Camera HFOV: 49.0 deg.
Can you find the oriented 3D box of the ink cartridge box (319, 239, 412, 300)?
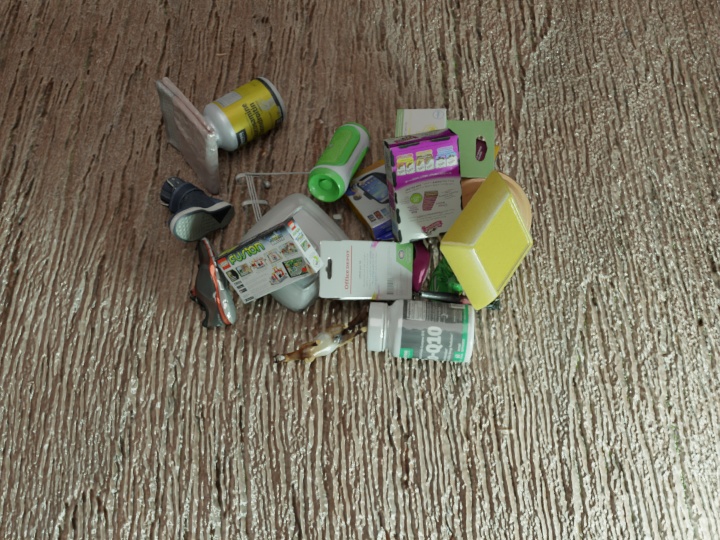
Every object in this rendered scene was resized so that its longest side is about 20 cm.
[{"bbox_3d":[0.000,0.000,1.548,0.200,0.067,0.117,2,88,-26],"label":"ink cartridge box"}]

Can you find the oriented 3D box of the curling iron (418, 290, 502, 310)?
[{"bbox_3d":[0.198,0.054,1.549,0.200,0.050,0.026,10,77,-28],"label":"curling iron"}]

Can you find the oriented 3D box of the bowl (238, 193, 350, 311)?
[{"bbox_3d":[-0.123,-0.040,1.582,0.200,0.075,0.200,46,76,-6],"label":"bowl"}]

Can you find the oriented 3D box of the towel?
[{"bbox_3d":[-0.360,-0.281,1.662,0.032,0.200,0.191,-34,69,-22],"label":"towel"}]

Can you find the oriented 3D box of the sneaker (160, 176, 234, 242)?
[{"bbox_3d":[-0.370,-0.128,1.616,0.146,0.202,0.077,29,109,13],"label":"sneaker"}]

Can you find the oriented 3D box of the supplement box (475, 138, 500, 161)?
[{"bbox_3d":[0.184,-0.234,1.686,0.200,0.110,0.086,20,67,9],"label":"supplement box"}]

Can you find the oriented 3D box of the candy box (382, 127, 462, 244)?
[{"bbox_3d":[0.123,-0.163,1.526,0.136,0.200,0.061,-11,27,-9],"label":"candy box"}]

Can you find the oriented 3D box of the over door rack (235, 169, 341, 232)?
[{"bbox_3d":[-0.154,-0.143,1.678,0.200,0.067,0.148,-9,67,-17],"label":"over door rack"}]

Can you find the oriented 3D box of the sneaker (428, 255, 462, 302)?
[{"bbox_3d":[0.182,-0.009,1.556,0.074,0.200,0.084,37,30,19],"label":"sneaker"}]

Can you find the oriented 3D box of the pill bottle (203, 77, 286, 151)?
[{"bbox_3d":[-0.271,-0.331,1.724,0.200,0.112,0.112,-35,70,-19],"label":"pill bottle"}]

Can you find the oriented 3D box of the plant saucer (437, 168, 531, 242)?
[{"bbox_3d":[0.247,-0.107,1.611,0.200,0.032,0.201,2,102,10],"label":"plant saucer"}]

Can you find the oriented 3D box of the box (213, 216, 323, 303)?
[{"bbox_3d":[-0.176,-0.016,1.502,0.110,0.200,0.035,57,37,-14],"label":"box"}]

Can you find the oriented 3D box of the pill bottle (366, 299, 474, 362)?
[{"bbox_3d":[0.115,0.115,1.529,0.200,0.113,0.113,4,66,3],"label":"pill bottle"}]

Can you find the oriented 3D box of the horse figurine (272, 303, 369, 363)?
[{"bbox_3d":[-0.065,0.136,1.530,0.200,0.133,0.050,-29,89,-21],"label":"horse figurine"}]

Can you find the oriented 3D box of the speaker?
[{"bbox_3d":[-0.043,-0.231,1.669,0.088,0.089,0.200,17,45,8],"label":"speaker"}]

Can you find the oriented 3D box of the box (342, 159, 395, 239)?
[{"bbox_3d":[0.044,-0.145,1.649,0.119,0.042,0.200,-27,46,-10],"label":"box"}]

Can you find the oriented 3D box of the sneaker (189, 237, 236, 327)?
[{"bbox_3d":[-0.314,0.025,1.597,0.082,0.077,0.200,-20,64,2],"label":"sneaker"}]

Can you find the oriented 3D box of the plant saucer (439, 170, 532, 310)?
[{"bbox_3d":[0.253,-0.051,1.490,0.048,0.200,0.200,17,61,43],"label":"plant saucer"}]

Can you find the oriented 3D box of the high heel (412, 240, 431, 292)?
[{"bbox_3d":[0.096,-0.047,1.621,0.096,0.067,0.200,12,61,-5],"label":"high heel"}]

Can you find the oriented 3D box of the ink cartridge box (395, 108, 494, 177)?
[{"bbox_3d":[0.171,-0.258,1.601,0.200,0.048,0.146,0,64,10],"label":"ink cartridge box"}]
